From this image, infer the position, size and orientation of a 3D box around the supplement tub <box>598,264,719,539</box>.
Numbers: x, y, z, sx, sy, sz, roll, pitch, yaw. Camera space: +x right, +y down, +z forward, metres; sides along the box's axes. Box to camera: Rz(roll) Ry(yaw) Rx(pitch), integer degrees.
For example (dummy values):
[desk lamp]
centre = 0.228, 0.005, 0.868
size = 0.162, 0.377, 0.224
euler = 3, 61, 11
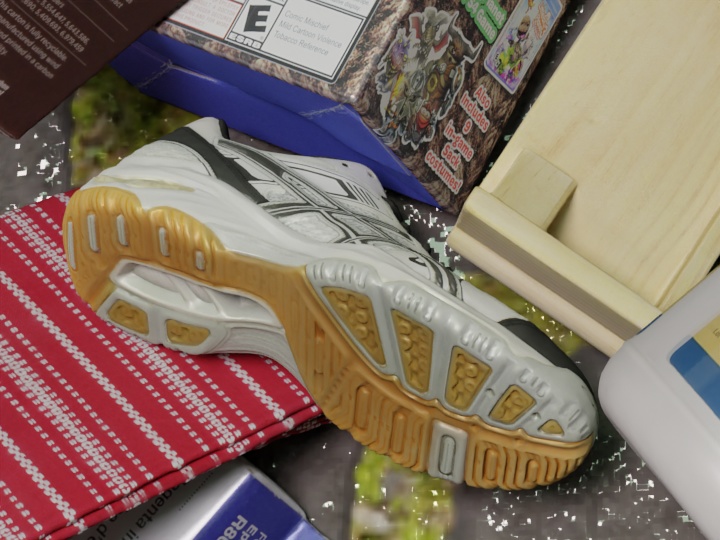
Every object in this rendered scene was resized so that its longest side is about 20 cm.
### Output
[supplement tub]
centre = 0.187, 0.025, 0.728
size = 0.200, 0.145, 0.145
euler = -40, 62, 2

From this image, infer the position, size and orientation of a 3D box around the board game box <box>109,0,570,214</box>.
[board game box]
centre = 0.000, -0.148, 0.882
size = 0.159, 0.097, 0.201
euler = 23, 79, 31

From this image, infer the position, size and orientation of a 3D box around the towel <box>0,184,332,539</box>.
[towel]
centre = -0.113, 0.037, 0.838
size = 0.199, 0.023, 0.145
euler = -24, 51, -34

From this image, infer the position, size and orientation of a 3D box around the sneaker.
[sneaker]
centre = 0.000, 0.000, 0.829
size = 0.199, 0.076, 0.088
euler = 26, 42, 18

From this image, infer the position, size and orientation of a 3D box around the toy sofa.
[toy sofa]
centre = 0.116, -0.071, 0.837
size = 0.083, 0.098, 0.200
euler = 33, 83, 3

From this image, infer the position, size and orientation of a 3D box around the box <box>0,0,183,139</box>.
[box]
centre = -0.079, -0.151, 0.821
size = 0.200, 0.075, 0.100
euler = -39, 57, 7

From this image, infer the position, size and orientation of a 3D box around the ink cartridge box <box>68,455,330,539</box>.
[ink cartridge box]
centre = -0.124, 0.123, 0.864
size = 0.200, 0.043, 0.197
euler = 38, 86, 29
